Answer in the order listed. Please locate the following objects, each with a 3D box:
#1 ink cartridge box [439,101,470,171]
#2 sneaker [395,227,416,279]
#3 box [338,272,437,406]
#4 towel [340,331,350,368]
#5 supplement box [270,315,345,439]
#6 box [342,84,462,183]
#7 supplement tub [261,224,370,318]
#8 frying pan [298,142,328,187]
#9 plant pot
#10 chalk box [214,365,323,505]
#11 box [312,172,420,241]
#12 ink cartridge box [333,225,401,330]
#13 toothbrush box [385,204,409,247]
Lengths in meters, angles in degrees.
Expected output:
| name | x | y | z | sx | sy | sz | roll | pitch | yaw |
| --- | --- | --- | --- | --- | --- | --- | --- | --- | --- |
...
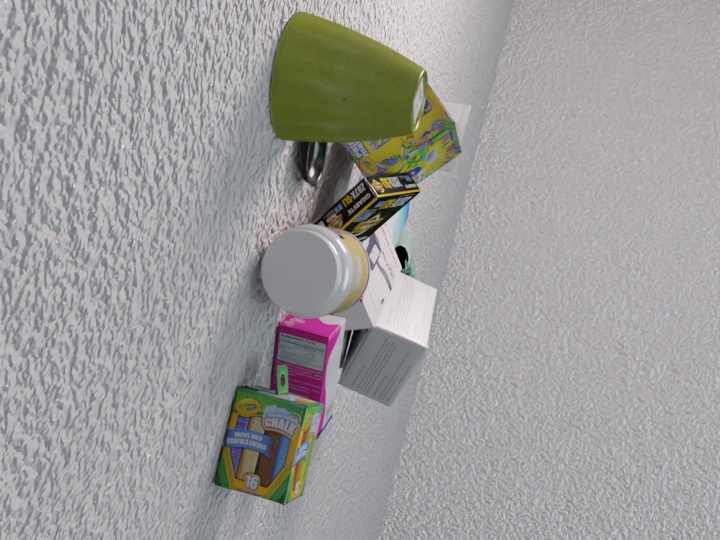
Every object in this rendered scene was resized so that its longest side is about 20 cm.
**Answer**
| name | x | y | z | sx | sy | sz | roll | pitch | yaw |
| --- | --- | --- | --- | --- | --- | --- | --- | --- | --- |
| ink cartridge box | 0.124 | -0.287 | 1.792 | 0.057 | 0.197 | 0.165 | 61 | 44 | -68 |
| sneaker | 0.111 | -0.004 | 2.310 | 0.119 | 0.073 | 0.203 | -68 | 157 | -60 |
| box | 0.060 | 0.142 | 1.806 | 0.200 | 0.129 | 0.201 | -73 | -171 | -51 |
| towel | -0.039 | 0.134 | 1.817 | 0.200 | 0.034 | 0.134 | 97 | 6 | -70 |
| supplement box | -0.097 | 0.184 | 1.511 | 0.101 | 0.102 | 0.203 | -44 | 146 | -68 |
| box | 0.079 | -0.244 | 1.604 | 0.192 | 0.123 | 0.200 | -35 | 167 | 4 |
| supplement tub | -0.070 | 0.001 | 1.345 | 0.200 | 0.143 | 0.148 | -2 | 105 | -78 |
| frying pan | -0.067 | -0.230 | 1.388 | 0.115 | 0.030 | 0.193 | 73 | 29 | -67 |
| plant pot | -0.007 | -0.267 | 1.229 | 0.187 | 0.197 | 0.190 | 13 | 90 | -77 |
| chalk box | -0.138 | 0.255 | 1.350 | 0.125 | 0.122 | 0.203 | 32 | 72 | -77 |
| box | 0.007 | -0.108 | 1.522 | 0.159 | 0.050 | 0.199 | -42 | 169 | 25 |
| ink cartridge box | 0.000 | 0.000 | 1.694 | 0.146 | 0.083 | 0.201 | 66 | 32 | -30 |
| toothbrush box | 0.048 | -0.122 | 1.887 | 0.148 | 0.084 | 0.201 | 91 | 17 | -47 |
